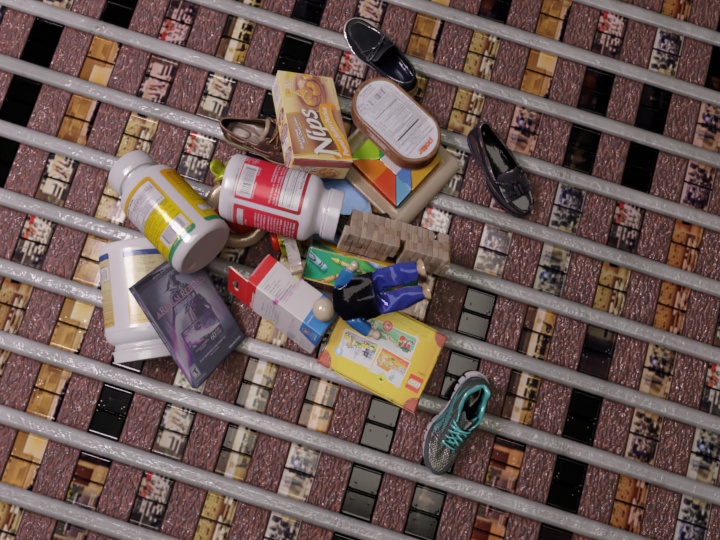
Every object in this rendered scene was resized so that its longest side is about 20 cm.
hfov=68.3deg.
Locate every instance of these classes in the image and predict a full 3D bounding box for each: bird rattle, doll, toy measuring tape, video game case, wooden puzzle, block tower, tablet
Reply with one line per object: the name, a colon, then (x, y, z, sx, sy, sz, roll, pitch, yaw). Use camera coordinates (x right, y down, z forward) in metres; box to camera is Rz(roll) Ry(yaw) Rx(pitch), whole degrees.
bird rattle: (-0.244, -0.111, 0.986, 0.162, 0.112, 0.203, 33, 83, -19)
doll: (0.016, 0.047, 0.880, 0.196, 0.048, 0.140, -14, 99, -1)
toy measuring tape: (-0.125, -0.038, 0.960, 0.072, 0.075, 0.201, -20, 41, -3)
video game case: (-0.291, 0.077, 0.917, 0.019, 0.143, 0.203, -11, 114, 33)
wooden puzzle: (0.069, -0.210, 1.028, 0.200, 0.037, 0.185, 44, 80, 1)
block tower: (0.062, -0.048, 0.921, 0.196, 0.054, 0.059, 13, 58, -10)
tablet: (-0.041, -0.112, 1.034, 0.127, 0.014, 0.205, -9, 83, -3)

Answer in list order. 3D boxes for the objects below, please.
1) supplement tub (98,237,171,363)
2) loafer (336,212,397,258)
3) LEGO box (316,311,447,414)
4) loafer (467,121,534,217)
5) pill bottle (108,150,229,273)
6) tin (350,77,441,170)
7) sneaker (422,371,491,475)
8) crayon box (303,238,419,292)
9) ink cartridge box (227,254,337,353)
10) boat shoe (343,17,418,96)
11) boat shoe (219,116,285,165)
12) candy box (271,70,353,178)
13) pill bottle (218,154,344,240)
supplement tub: (-0.379, 0.054, 0.939, 0.141, 0.144, 0.205, -8, 84, -2)
loafer: (0.029, -0.076, 0.989, 0.196, 0.073, 0.073, 21, 92, -9)
LEGO box: (0.039, 0.145, 0.974, 0.197, 0.077, 0.151, 27, 84, 1)
loafer: (0.273, -0.196, 1.027, 0.071, 0.063, 0.202, -31, 85, -5)
pill bottle: (-0.322, -0.101, 0.881, 0.200, 0.113, 0.113, 44, 84, 9)
tin: (0.067, -0.280, 1.010, 0.200, 0.042, 0.112, 44, 84, 6)
sneaker: (0.175, 0.275, 0.957, 0.076, 0.091, 0.203, 27, 84, 2)
crayon box: (0.000, 0.000, 0.958, 0.196, 0.119, 0.060, 14, 99, -4)
ink cartridge box: (-0.141, 0.051, 0.954, 0.198, 0.116, 0.068, 37, 62, 2)
boat shoe: (0.043, -0.428, 1.048, 0.074, 0.062, 0.201, -40, 85, -4)
boat shoe: (-0.175, -0.254, 1.016, 0.196, 0.072, 0.074, 18, 83, 1)
candy box: (-0.092, -0.270, 0.984, 0.113, 0.055, 0.204, -2, 65, -24)
pill bottle: (-0.130, -0.117, 0.899, 0.196, 0.112, 0.115, 15, 83, -4)
